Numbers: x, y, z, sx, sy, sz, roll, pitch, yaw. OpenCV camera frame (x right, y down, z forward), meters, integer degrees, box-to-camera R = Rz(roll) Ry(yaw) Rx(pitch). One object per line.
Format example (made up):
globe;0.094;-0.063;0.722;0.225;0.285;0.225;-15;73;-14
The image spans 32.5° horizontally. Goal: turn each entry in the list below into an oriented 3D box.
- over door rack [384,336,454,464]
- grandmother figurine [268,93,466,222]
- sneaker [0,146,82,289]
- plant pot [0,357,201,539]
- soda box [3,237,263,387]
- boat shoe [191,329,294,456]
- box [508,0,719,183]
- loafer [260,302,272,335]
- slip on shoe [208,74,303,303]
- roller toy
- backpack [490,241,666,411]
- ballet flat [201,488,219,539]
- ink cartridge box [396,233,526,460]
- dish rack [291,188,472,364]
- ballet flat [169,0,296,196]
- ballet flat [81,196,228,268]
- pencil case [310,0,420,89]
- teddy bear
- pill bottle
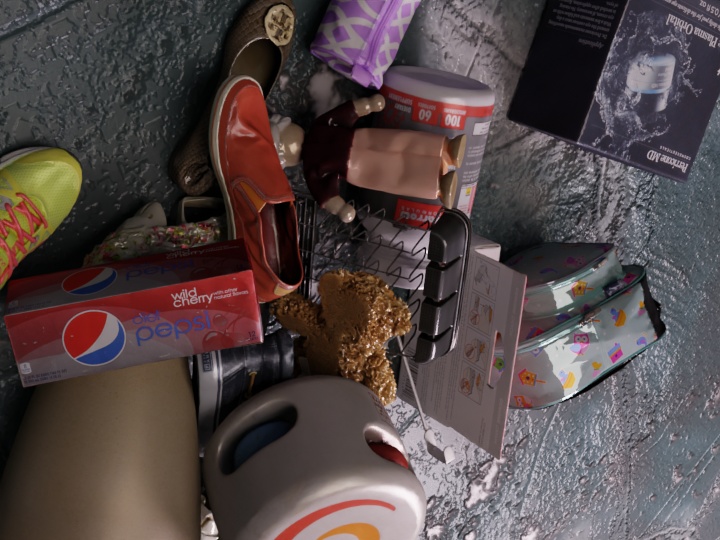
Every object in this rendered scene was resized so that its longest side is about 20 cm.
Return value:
over door rack;-0.007;0.139;1.288;0.147;0.066;0.202;-27;101;-25
grandmother figurine;-0.008;-0.103;1.139;0.061;0.197;0.123;79;25;-65
sneaker;-0.298;-0.021;1.007;0.200;0.090;0.078;-45;126;-15
plant pot;-0.217;0.137;1.089;0.186;0.186;0.203;11;87;-38
soda box;-0.181;0.032;1.000;0.197;0.064;0.071;-10;117;-7
boat shoe;-0.110;0.117;1.146;0.090;0.072;0.201;-5;154;-12
box;0.293;-0.222;1.347;0.195;0.117;0.202;12;101;-39
loafer;-0.133;0.022;1.131;0.073;0.072;0.200;-58;161;-11
slip on shoe;-0.087;-0.072;1.087;0.074;0.061;0.203;-15;100;-52
roller toy;-0.042;0.190;1.098;0.198;0.140;0.184;-5;134;-23
backpack;0.209;0.060;1.360;0.199;0.175;0.154;-37;110;-22
ballet flat;-0.142;0.235;1.233;0.200;0.073;0.074;-42;127;-22
ink cartridge box;0.115;0.069;1.290;0.044;0.176;0.203;-7;112;-36
dish rack;0.000;0.000;1.186;0.055;0.198;0.155;-40;142;-58
ballet flat;-0.109;-0.158;1.120;0.067;0.046;0.202;30;89;-40
ballet flat;-0.167;-0.033;1.125;0.198;0.075;0.065;-10;82;-38
pencil case;0.030;-0.269;1.155;0.083;0.085;0.202;25;93;-38
teddy bear;-0.023;0.076;1.163;0.067;0.144;0.202;-35;142;-51
pill bottle;0.059;-0.092;1.223;0.115;0.116;0.203;-2;111;-35
